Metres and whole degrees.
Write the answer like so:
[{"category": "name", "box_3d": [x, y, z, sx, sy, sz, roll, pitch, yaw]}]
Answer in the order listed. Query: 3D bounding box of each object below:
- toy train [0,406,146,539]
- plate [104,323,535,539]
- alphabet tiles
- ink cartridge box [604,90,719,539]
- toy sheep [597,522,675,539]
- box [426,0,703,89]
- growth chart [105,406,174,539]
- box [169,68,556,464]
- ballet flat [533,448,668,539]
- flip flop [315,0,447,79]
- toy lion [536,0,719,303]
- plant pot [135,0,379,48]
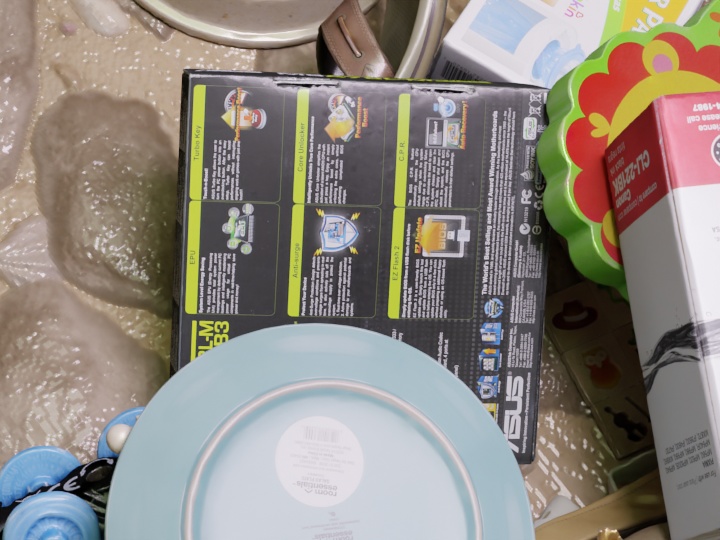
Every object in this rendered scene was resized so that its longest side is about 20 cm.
[{"category": "toy train", "box_3d": [-0.089, 0.126, 0.954, 0.200, 0.087, 0.115, -23, 111, -6]}, {"category": "plate", "box_3d": [-0.013, 0.117, 0.876, 0.200, 0.026, 0.201, 4, 73, -13]}, {"category": "alphabet tiles", "box_3d": [0.205, 0.026, 1.116, 0.200, 0.008, 0.167, -22, 73, -19]}, {"category": "ink cartridge box", "box_3d": [0.207, 0.021, 0.918, 0.144, 0.084, 0.201, -5, 76, -13]}, {"category": "toy sheep", "box_3d": [0.119, 0.211, 0.928, 0.138, 0.138, 0.200, 27, 77, 1]}, {"category": "box", "box_3d": [0.128, -0.149, 1.124, 0.112, 0.101, 0.200, 30, 64, 3]}, {"category": "growth chart", "box_3d": [-0.039, 0.143, 0.882, 0.144, 0.018, 0.201, -5, 76, -16]}, {"category": "box", "box_3d": [0.000, 0.000, 1.013, 0.193, 0.048, 0.201, 1, 98, -9]}, {"category": "ballet flat", "box_3d": [0.134, 0.137, 1.031, 0.200, 0.069, 0.063, -21, 45, -19]}, {"category": "flip flop", "box_3d": [-0.001, -0.106, 1.073, 0.057, 0.081, 0.201, 19, 85, -13]}, {"category": "toy lion", "box_3d": [0.188, -0.065, 1.010, 0.191, 0.069, 0.200, 27, 68, -12]}, {"category": "plant pot", "box_3d": [-0.051, -0.256, 1.090, 0.200, 0.184, 0.201, 4, 66, -9]}]
